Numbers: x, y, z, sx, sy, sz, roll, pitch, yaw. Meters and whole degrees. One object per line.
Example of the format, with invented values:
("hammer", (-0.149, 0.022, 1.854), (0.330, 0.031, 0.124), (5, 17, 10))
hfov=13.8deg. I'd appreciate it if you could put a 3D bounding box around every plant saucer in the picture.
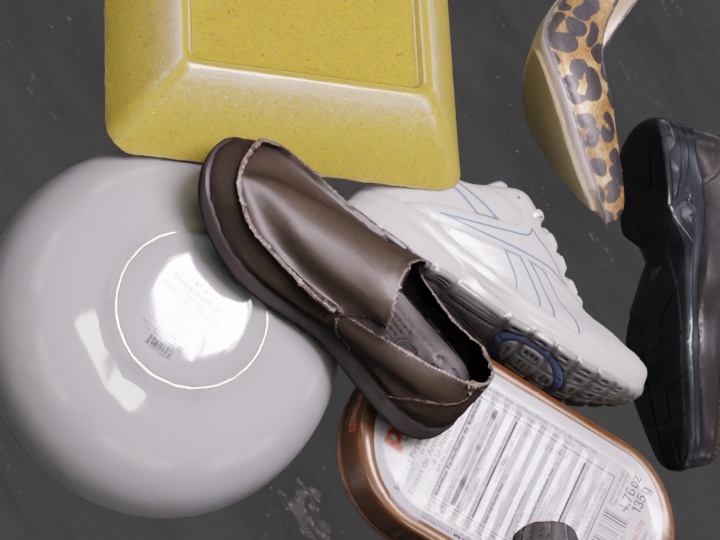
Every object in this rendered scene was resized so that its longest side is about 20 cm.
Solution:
("plant saucer", (-0.037, -0.151, 1.601), (0.199, 0.048, 0.201), (6, 62, -18))

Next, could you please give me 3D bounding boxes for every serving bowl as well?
("serving bowl", (-0.097, 0.027, 1.557), (0.199, 0.066, 0.201), (4, 78, -19))

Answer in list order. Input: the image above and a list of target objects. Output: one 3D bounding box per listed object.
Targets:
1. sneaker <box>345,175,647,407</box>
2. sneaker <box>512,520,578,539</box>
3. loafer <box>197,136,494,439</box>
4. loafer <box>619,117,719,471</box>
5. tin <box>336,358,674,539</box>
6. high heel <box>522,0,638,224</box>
("sneaker", (0.082, 0.000, 1.628), (0.200, 0.074, 0.087), (38, 64, -10))
("sneaker", (0.120, 0.210, 1.566), (0.079, 0.200, 0.096), (-13, 40, 12))
("loafer", (0.000, 0.000, 1.540), (0.200, 0.071, 0.073), (44, 48, -19))
("loafer", (0.192, 0.014, 1.667), (0.072, 0.073, 0.201), (5, 78, -24))
("tin", (0.082, 0.118, 1.620), (0.200, 0.042, 0.112), (31, 65, -12))
("high heel", (0.157, -0.131, 1.680), (0.142, 0.071, 0.201), (-14, 75, -16))
